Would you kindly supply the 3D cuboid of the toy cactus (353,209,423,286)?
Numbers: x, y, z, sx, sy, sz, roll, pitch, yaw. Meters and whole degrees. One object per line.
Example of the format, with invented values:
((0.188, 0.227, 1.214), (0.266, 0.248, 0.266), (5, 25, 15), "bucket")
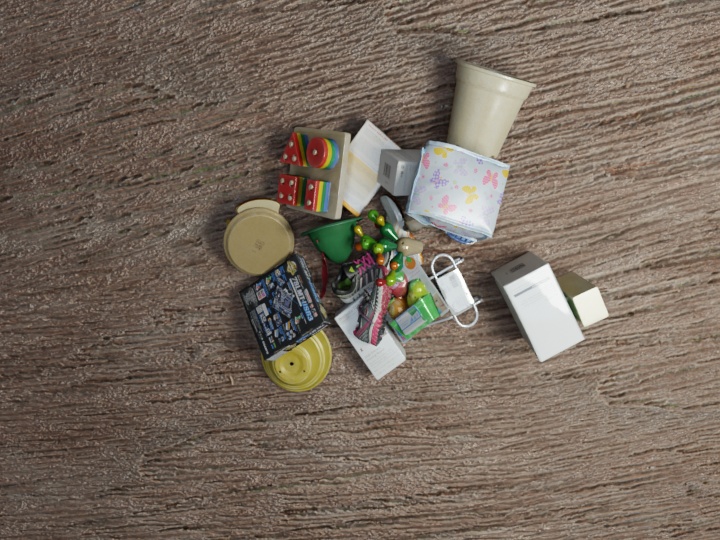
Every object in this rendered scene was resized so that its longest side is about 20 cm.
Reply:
((0.071, -0.049, 1.442), (0.161, 0.204, 0.103), (1, 141, -26), "toy cactus")

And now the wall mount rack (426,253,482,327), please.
((0.213, 0.061, 1.559), (0.170, 0.075, 0.204), (-27, 97, 4), "wall mount rack")

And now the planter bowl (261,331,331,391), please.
((-0.176, 0.235, 1.603), (0.194, 0.084, 0.207), (1, 99, 4), "planter bowl")

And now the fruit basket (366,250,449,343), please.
((0.105, 0.063, 1.528), (0.185, 0.093, 0.202), (-40, 87, 37), "fruit basket")

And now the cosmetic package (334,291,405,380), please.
((0.026, 0.169, 1.586), (0.101, 0.074, 0.202), (-35, 97, 8), "cosmetic package")

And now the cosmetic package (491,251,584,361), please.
((0.427, 0.081, 1.480), (0.121, 0.200, 0.204), (-26, 97, 8), "cosmetic package")

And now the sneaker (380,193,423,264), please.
((0.084, -0.093, 1.541), (0.090, 0.076, 0.204), (-24, 96, 12), "sneaker")

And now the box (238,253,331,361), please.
((-0.196, 0.094, 1.548), (0.196, 0.050, 0.204), (-32, 70, 14), "box")

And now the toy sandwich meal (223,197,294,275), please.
((-0.264, -0.087, 1.562), (0.199, 0.071, 0.211), (-5, 118, -10), "toy sandwich meal")

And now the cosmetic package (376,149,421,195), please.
((0.150, -0.237, 1.449), (0.194, 0.108, 0.087), (-2, 116, -23), "cosmetic package")

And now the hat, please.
((-0.052, -0.025, 1.510), (0.161, 0.200, 0.181), (-14, 92, 0), "hat")

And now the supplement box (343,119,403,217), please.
((0.007, -0.254, 1.516), (0.125, 0.074, 0.201), (38, 100, -3), "supplement box")

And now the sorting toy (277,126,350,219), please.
((-0.124, -0.241, 1.471), (0.197, 0.068, 0.205), (18, 104, 44), "sorting toy")

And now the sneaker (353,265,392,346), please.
((0.029, 0.085, 1.492), (0.073, 0.080, 0.206), (15, 105, 16), "sneaker")

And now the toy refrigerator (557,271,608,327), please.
((0.525, 0.067, 1.472), (0.069, 0.200, 0.078), (-25, 98, 8), "toy refrigerator")

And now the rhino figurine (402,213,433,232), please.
((0.190, -0.139, 1.443), (0.194, 0.087, 0.062), (-17, 91, 7), "rhino figurine")

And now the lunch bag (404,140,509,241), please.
((0.207, -0.176, 1.341), (0.195, 0.127, 0.175), (16, 85, -11), "lunch bag")

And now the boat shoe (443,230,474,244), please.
((0.214, -0.139, 1.522), (0.198, 0.072, 0.073), (39, 98, 3), "boat shoe")

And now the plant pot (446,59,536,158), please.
((0.290, -0.376, 1.434), (0.195, 0.201, 0.188), (17, 112, 1), "plant pot")

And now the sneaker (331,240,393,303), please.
((0.000, 0.000, 1.512), (0.200, 0.087, 0.075), (-45, 59, 18), "sneaker")
